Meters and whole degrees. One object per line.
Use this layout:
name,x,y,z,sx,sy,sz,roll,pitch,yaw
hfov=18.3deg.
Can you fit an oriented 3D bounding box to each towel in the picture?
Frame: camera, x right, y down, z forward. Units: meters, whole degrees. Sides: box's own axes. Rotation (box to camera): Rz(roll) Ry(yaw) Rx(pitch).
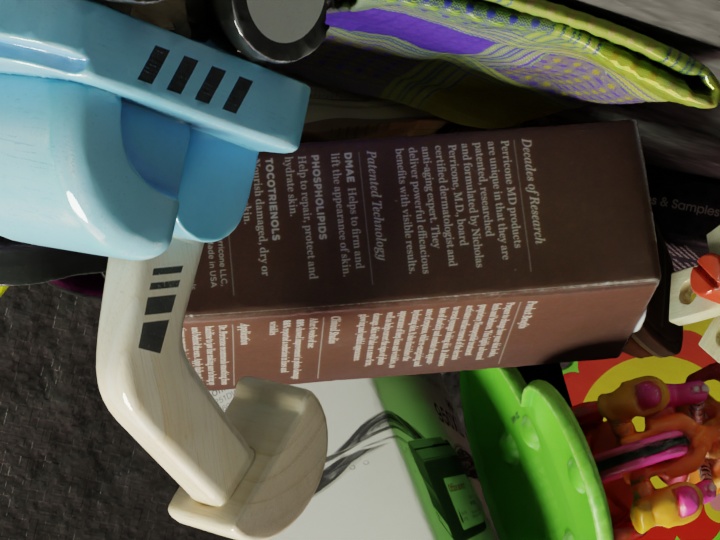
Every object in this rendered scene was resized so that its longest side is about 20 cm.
towel,0.032,-0.081,0.834,0.143,0.023,0.200,16,176,-20

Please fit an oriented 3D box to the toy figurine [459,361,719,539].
toy figurine,0.158,0.069,0.971,0.184,0.150,0.200,-18,169,-10

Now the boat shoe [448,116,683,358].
boat shoe,0.086,-0.013,1.026,0.068,0.072,0.200,-15,146,26

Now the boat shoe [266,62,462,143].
boat shoe,-0.024,-0.067,0.960,0.200,0.065,0.072,-4,147,-50

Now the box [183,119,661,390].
box,0.009,-0.004,0.875,0.200,0.075,0.100,-3,161,-4

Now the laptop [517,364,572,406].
laptop,0.000,0.000,1.113,0.177,0.103,0.200,35,-152,-35

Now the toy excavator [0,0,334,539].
toy excavator,-0.074,-0.021,0.734,0.100,0.200,0.194,11,175,42

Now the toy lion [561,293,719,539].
toy lion,0.207,0.081,1.313,0.200,0.192,0.069,13,176,1

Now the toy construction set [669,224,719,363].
toy construction set,0.225,-0.001,0.894,0.200,0.092,0.131,3,-177,-34

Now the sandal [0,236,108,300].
sandal,-0.120,-0.004,1.043,0.075,0.048,0.200,5,-169,34

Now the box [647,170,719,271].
box,0.157,-0.023,1.149,0.200,0.036,0.143,11,174,22

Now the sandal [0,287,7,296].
sandal,-0.207,-0.033,1.063,0.087,0.080,0.200,35,152,3

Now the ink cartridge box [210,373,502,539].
ink cartridge box,0.009,0.116,1.037,0.084,0.200,0.145,-26,159,12
